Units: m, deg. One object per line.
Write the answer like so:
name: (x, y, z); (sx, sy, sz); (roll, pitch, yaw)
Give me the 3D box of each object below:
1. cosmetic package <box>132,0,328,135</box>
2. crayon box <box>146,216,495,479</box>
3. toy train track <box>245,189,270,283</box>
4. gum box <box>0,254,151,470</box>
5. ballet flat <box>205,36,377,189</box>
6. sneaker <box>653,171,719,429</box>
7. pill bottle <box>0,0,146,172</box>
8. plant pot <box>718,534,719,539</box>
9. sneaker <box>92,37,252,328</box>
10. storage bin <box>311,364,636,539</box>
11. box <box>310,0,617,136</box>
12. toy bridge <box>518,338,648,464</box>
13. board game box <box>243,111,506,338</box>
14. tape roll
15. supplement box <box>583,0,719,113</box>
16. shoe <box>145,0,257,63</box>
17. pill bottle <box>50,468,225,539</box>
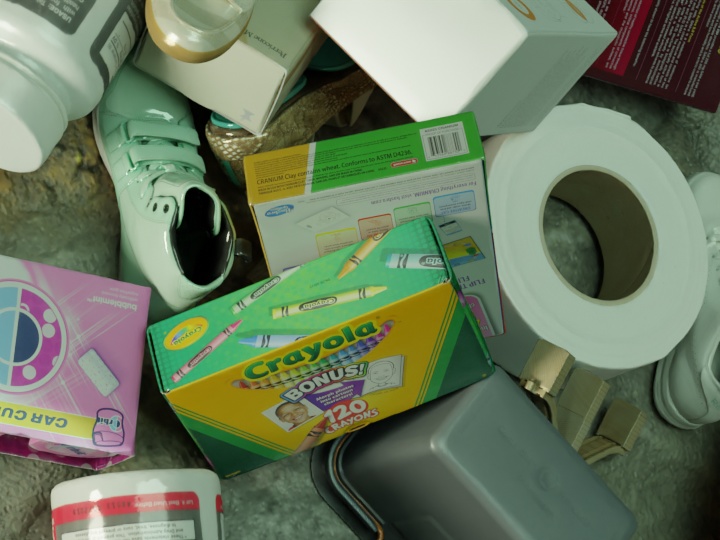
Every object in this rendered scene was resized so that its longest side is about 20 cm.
cosmetic package: (-0.062, -0.196, 1.632); (0.105, 0.071, 0.200); (29, 48, 0)
crayon box: (-0.024, 0.052, 1.557); (0.199, 0.119, 0.058); (-22, 53, 5)
toy train track: (0.000, 0.000, 1.659); (0.115, 0.033, 0.200); (-45, 122, 11)
gum box: (-0.241, 0.052, 1.522); (0.199, 0.066, 0.114); (13, 71, -26)
ballet flat: (-0.037, -0.120, 1.681); (0.200, 0.070, 0.065); (-38, 133, -37)
sneaker: (0.274, 0.017, 1.803); (0.075, 0.088, 0.201); (12, 73, -25)
pill bottle: (-0.200, -0.171, 1.568); (0.113, 0.113, 0.200); (37, 63, -17)
plant pot: (0.370, 0.146, 1.778); (0.200, 0.200, 0.178); (25, 58, -22)
sneaker: (-0.121, -0.070, 1.587); (0.073, 0.118, 0.201); (-2, 79, -28)
storage bin: (0.081, 0.160, 1.638); (0.200, 0.134, 0.146); (47, 61, -11)
box: (0.074, -0.166, 1.616); (0.124, 0.098, 0.200); (46, 19, 13)
toy bridge: (0.150, 0.104, 1.685); (0.067, 0.027, 0.200); (-62, 152, -4)
board game box: (0.013, -0.014, 1.577); (0.152, 0.200, 0.040); (-11, 54, 0)
tape roll: (0.156, -0.018, 1.749); (0.202, 0.071, 0.203); (9, 71, -28)
supplement box: (0.194, -0.198, 1.798); (0.199, 0.061, 0.109); (14, 104, -26)
shoe: (-0.088, -0.214, 1.551); (0.070, 0.053, 0.200); (21, 48, -1)
pill bottle: (-0.136, 0.230, 1.515); (0.110, 0.111, 0.201); (0, 78, -29)
